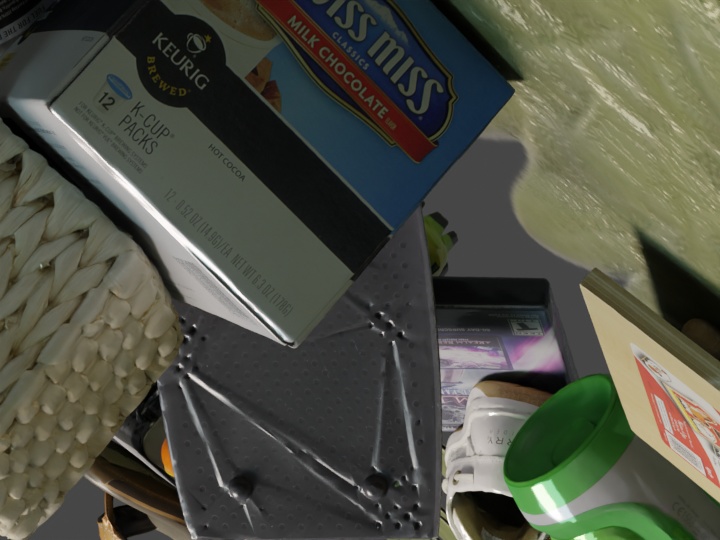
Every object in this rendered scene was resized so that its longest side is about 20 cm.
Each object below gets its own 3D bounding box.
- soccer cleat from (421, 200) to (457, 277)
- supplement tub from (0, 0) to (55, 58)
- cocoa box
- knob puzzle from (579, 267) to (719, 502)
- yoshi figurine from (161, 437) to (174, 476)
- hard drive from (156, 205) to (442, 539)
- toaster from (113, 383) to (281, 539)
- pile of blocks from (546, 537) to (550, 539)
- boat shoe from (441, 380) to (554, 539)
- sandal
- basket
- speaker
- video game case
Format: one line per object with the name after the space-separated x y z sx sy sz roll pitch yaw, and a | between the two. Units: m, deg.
0.001 0.001 1.276 0.065 0.084 0.200 45 172 13 | soccer cleat
-0.185 -0.167 1.083 0.122 0.122 0.200 38 159 30 | supplement tub
-0.053 -0.070 1.014 0.133 0.131 0.200 45 172 -15 | cocoa box
0.182 0.085 1.036 0.220 0.030 0.220 43 171 8 | knob puzzle
-0.088 0.004 1.357 0.112 0.201 0.112 18 -160 34 | yoshi figurine
-0.028 0.025 1.181 0.042 0.134 0.201 -58 -36 -69 | hard drive
-0.060 0.061 1.534 0.119 0.181 0.200 43 171 -14 | toaster
0.114 0.156 1.530 0.062 0.082 0.200 34 168 46 | pile of blocks
0.072 0.120 1.347 0.070 0.070 0.200 11 159 8 | boat shoe
-0.117 0.150 1.461 0.082 0.055 0.200 34 170 27 | sandal
-0.159 0.020 1.056 0.123 0.136 0.200 37 171 9 | basket
0.160 0.143 1.245 0.200 0.088 0.088 46 171 -18 | speaker
0.035 0.045 1.286 0.142 0.019 0.200 1 159 11 | video game case
